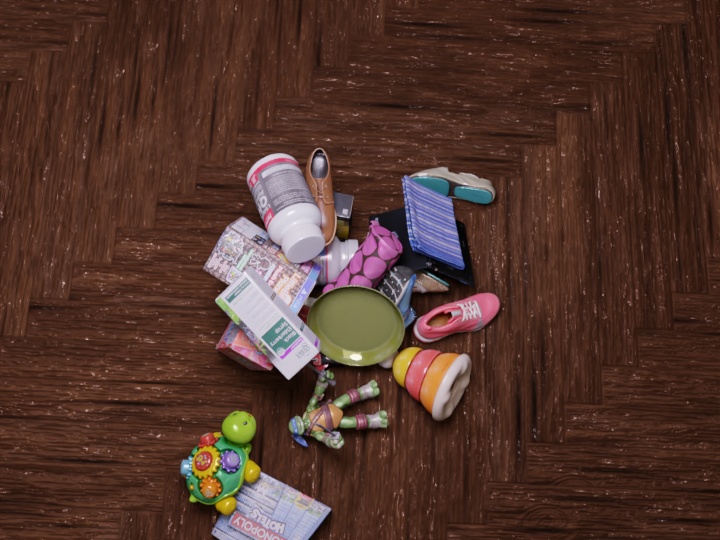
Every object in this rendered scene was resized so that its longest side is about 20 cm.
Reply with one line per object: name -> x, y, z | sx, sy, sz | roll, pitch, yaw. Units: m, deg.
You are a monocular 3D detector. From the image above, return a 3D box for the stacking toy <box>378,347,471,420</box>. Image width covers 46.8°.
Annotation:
stacking toy -> 0.119, 0.204, 1.722 | 0.198, 0.146, 0.147 | 26, 74, 24

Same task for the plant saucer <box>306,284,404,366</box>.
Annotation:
plant saucer -> -0.009, 0.105, 1.670 | 0.197, 0.202, 0.031 | 9, 35, 1

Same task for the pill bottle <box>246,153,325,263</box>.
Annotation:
pill bottle -> -0.139, -0.118, 1.607 | 0.109, 0.111, 0.202 | -22, 60, -8

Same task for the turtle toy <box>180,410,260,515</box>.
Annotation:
turtle toy -> -0.273, 0.368, 1.634 | 0.145, 0.101, 0.201 | 29, 74, 33

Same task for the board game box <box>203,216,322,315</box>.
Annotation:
board game box -> -0.186, -0.005, 1.632 | 0.199, 0.160, 0.098 | 32, 100, -3

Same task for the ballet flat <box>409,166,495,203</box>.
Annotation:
ballet flat -> 0.205, -0.195, 1.858 | 0.197, 0.070, 0.070 | 14, 74, 0

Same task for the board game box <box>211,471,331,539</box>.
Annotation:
board game box -> -0.187, 0.518, 1.639 | 0.198, 0.062, 0.202 | 25, 74, 5

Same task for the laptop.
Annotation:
laptop -> 0.131, -0.043, 1.785 | 0.198, 0.103, 0.179 | 21, 46, -29

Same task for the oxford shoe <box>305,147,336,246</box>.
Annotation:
oxford shoe -> -0.085, -0.148, 1.663 | 0.070, 0.071, 0.203 | -4, 76, -5

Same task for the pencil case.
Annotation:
pencil case -> 0.000, 0.000, 1.685 | 0.094, 0.090, 0.201 | 48, 113, 22

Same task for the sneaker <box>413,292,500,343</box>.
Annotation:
sneaker -> 0.210, 0.099, 1.757 | 0.198, 0.087, 0.075 | -21, 77, -8

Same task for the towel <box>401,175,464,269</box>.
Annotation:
towel -> 0.155, -0.102, 1.756 | 0.143, 0.024, 0.202 | 22, 45, -31

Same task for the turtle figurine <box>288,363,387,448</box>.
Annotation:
turtle figurine -> -0.040, 0.274, 1.656 | 0.191, 0.202, 0.144 | -8, 34, -25

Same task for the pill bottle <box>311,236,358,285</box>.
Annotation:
pill bottle -> -0.104, -0.022, 1.769 | 0.197, 0.109, 0.110 | -1, 74, -3

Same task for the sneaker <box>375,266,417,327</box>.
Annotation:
sneaker -> 0.078, 0.069, 1.723 | 0.089, 0.202, 0.079 | -4, 45, -27

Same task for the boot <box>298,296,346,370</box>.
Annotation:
boot -> -0.115, 0.132, 1.747 | 0.197, 0.072, 0.146 | 15, 76, -2

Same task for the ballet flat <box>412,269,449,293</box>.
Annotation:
ballet flat -> 0.096, 0.008, 1.794 | 0.199, 0.071, 0.066 | 32, 86, 15

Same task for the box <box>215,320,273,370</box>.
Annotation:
box -> -0.214, 0.136, 1.665 | 0.094, 0.200, 0.104 | 32, 74, -12

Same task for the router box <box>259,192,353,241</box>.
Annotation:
router box -> -0.115, -0.125, 1.772 | 0.197, 0.157, 0.053 | 11, 73, 2

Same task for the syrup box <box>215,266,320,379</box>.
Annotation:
syrup box -> -0.166, 0.095, 1.527 | 0.079, 0.081, 0.200 | -41, 96, 6
